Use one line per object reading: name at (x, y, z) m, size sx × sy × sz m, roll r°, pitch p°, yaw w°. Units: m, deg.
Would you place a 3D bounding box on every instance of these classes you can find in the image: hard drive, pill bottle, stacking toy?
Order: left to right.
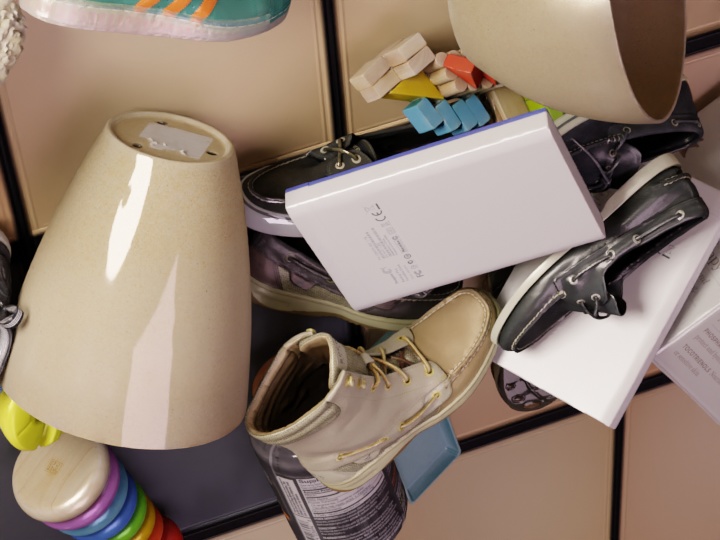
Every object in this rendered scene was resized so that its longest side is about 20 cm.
stacking toy at (-0.206, 0.204, 1.791) m, size 0.085 × 0.086 × 0.200 m, roll -31°, pitch 143°, yaw 4°
pill bottle at (-0.031, 0.150, 1.807) m, size 0.106 × 0.106 × 0.200 m, roll -24°, pitch 138°, yaw -4°
hard drive at (0.063, -0.041, 1.571) m, size 0.199 × 0.025 × 0.132 m, roll -17°, pitch 138°, yaw 16°
hard drive at (0.190, 0.005, 1.694) m, size 0.200 × 0.132 × 0.027 m, roll -61°, pitch 156°, yaw -1°

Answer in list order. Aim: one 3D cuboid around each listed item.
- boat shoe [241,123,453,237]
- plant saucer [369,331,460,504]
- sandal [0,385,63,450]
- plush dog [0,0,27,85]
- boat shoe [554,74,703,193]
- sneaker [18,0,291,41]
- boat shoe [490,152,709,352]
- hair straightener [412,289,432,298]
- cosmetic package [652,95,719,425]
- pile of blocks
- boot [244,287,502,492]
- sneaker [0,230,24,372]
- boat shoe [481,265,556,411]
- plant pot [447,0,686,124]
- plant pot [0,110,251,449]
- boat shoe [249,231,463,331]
boat shoe at (-0.004, -0.077, 1.628) m, size 0.199 × 0.069 × 0.057 m, roll -12°, pitch 138°, yaw -28°
plant saucer at (0.040, 0.121, 1.866) m, size 0.070 × 0.019 × 0.200 m, roll -44°, pitch 142°, yaw -20°
sandal at (-0.224, 0.089, 1.669) m, size 0.200 × 0.087 × 0.080 m, roll 7°, pitch 102°, yaw -55°
plush dog at (-0.330, -0.123, 1.365) m, size 0.172 × 0.161 × 0.200 m, roll 39°, pitch 107°, yaw -19°
boat shoe at (0.179, -0.090, 1.624) m, size 0.200 × 0.062 × 0.075 m, roll -25°, pitch 169°, yaw -29°
sneaker at (-0.126, -0.202, 1.431) m, size 0.199 × 0.071 × 0.080 m, roll -3°, pitch 124°, yaw -35°
boat shoe at (0.185, 0.003, 1.641) m, size 0.199 × 0.066 × 0.074 m, roll -44°, pitch 162°, yaw 9°
hair straightener at (0.103, -0.055, 1.687) m, size 0.200 × 0.041 × 0.077 m, roll -47°, pitch 165°, yaw -7°
cosmetic package at (0.309, -0.014, 1.773) m, size 0.200 × 0.168 × 0.166 m, roll -38°, pitch 141°, yaw 11°
pile of blocks at (0.095, -0.132, 1.596) m, size 0.199 × 0.082 × 0.062 m, roll -2°, pitch 175°, yaw -26°
boot at (0.013, 0.074, 1.645) m, size 0.200 × 0.072 × 0.155 m, roll -45°, pitch 148°, yaw 3°
sneaker at (-0.326, 0.056, 1.548) m, size 0.200 × 0.114 × 0.075 m, roll -36°, pitch 138°, yaw 9°
boat shoe at (0.130, 0.015, 1.782) m, size 0.075 × 0.074 × 0.201 m, roll -3°, pitch 112°, yaw -14°
plant pot at (0.137, -0.197, 1.512) m, size 0.134 × 0.201 × 0.200 m, roll -4°, pitch 144°, yaw 23°
plant pot at (-0.154, -0.006, 1.554) m, size 0.187 × 0.187 × 0.201 m, roll 0°, pitch 116°, yaw -28°
boat shoe at (-0.001, -0.001, 1.698) m, size 0.200 × 0.072 × 0.066 m, roll 6°, pitch 134°, yaw -27°
